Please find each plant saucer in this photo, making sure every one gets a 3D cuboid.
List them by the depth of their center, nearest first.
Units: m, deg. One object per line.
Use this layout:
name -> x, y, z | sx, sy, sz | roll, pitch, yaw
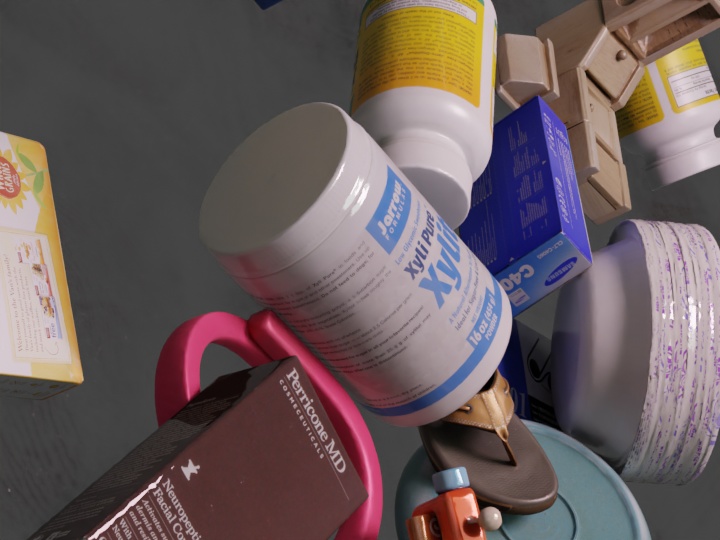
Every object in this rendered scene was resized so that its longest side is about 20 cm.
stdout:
plant saucer -> 0.122, 0.182, 1.262 | 0.198, 0.028, 0.202 | 11, 47, -12

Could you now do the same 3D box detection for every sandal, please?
sandal -> 0.078, 0.086, 1.268 | 0.081, 0.055, 0.201 | -11, 57, -21

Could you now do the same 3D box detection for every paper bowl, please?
paper bowl -> 0.208, 0.061, 1.370 | 0.201, 0.103, 0.203 | -176, -90, -86

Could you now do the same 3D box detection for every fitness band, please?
fitness band -> -0.056, 0.112, 1.126 | 0.200, 0.037, 0.144 | 49, 38, -30

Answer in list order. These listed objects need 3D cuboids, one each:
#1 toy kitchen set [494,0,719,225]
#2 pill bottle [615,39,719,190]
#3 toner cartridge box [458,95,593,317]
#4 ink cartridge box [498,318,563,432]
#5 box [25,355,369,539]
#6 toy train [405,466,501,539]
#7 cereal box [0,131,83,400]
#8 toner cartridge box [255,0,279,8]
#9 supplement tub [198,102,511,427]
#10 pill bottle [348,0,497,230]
toy kitchen set -> 0.237, -0.192, 1.644 | 0.163, 0.179, 0.202 | 38, 38, -40
pill bottle -> 0.303, -0.191, 1.821 | 0.112, 0.112, 0.202 | -18, 88, -60
toner cartridge box -> 0.126, -0.051, 1.417 | 0.043, 0.095, 0.201 | 43, 26, -27
ink cartridge box -> 0.118, 0.090, 1.411 | 0.199, 0.044, 0.095 | 29, 47, -48
box -> -0.089, 0.141, 0.980 | 0.200, 0.074, 0.101 | -41, 108, -49
toy train -> 0.047, 0.233, 1.131 | 0.055, 0.150, 0.202 | -8, 81, -26
cereal box -> -0.232, -0.013, 0.909 | 0.199, 0.039, 0.145 | 14, 60, -55
toner cartridge box -> -0.107, -0.292, 1.269 | 0.200, 0.043, 0.096 | 46, 36, -34
supplement tub -> 0.000, 0.000, 1.189 | 0.200, 0.131, 0.133 | 46, 37, -35
pill bottle -> 0.047, -0.127, 1.363 | 0.113, 0.112, 0.202 | 42, 39, -38
